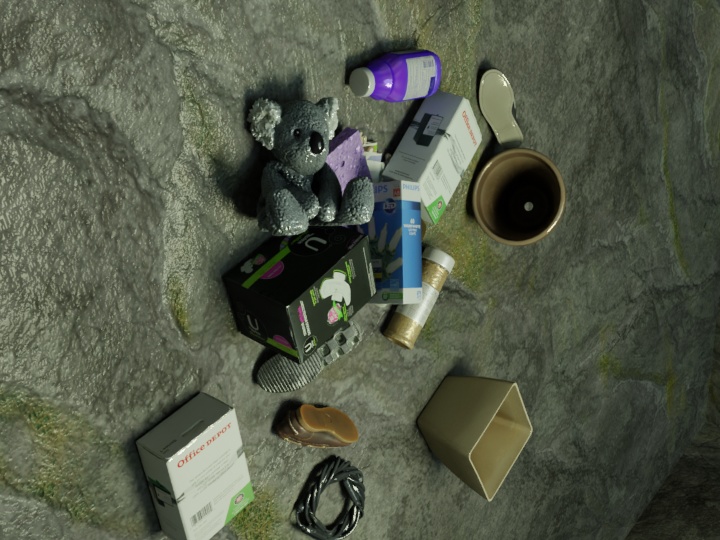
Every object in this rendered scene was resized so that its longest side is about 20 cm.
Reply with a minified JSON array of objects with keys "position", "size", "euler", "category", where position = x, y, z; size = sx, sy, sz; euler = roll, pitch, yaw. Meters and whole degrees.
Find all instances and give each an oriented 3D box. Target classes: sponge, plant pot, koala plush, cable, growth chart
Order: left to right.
[{"position":[-0.093,-0.167,1.428],"size":[0.174,0.183,0.204],"euler":[-11,99,-26],"category":"koala plush"},{"position":[-0.052,0.459,1.853],"size":[0.200,0.050,0.165],"euler":[43,67,-49],"category":"cable"},{"position":[-0.024,-0.131,1.597],"size":[0.111,0.030,0.202],"euler":[-44,135,-30],"category":"sponge"},{"position":[-0.008,-0.169,1.636],"size":[0.199,0.018,0.147],"euler":[8,99,-54],"category":"growth chart"},{"position":[0.243,0.350,2.070],"size":[0.201,0.175,0.201],"euler":[-52,140,-24],"category":"plant pot"},{"position":[0.351,-0.146,1.997],"size":[0.174,0.197,0.204],"euler":[14,95,-70],"category":"plant pot"}]

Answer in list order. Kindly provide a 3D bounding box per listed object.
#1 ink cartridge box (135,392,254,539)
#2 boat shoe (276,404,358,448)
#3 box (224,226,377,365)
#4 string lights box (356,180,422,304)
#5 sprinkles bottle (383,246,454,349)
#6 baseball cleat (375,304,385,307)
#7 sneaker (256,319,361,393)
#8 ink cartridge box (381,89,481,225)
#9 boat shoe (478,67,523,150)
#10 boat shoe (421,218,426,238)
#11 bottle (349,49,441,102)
[{"position":[-0.258,0.318,1.476],"size":[0.145,0.083,0.203],"euler":[-36,131,-39],"category":"ink cartridge box"},{"position":[-0.080,0.294,1.724],"size":[0.070,0.071,0.199],"euler":[-36,145,19],"category":"boat shoe"},{"position":[-0.093,0.025,1.503],"size":[0.200,0.147,0.126],"euler":[-41,137,-34],"category":"box"},{"position":[0.049,-0.046,1.574],"size":[0.058,0.101,0.204],"euler":[-1,89,-50],"category":"string lights box"},{"position":[0.118,0.055,1.862],"size":[0.068,0.068,0.202],"euler":[40,74,-52],"category":"sprinkles bottle"},{"position":[0.061,0.020,1.701],"size":[0.108,0.069,0.200],"euler":[-63,-179,-1],"category":"baseball cleat"},{"position":[-0.096,0.147,1.626],"size":[0.198,0.088,0.075],"euler":[-28,104,-14],"category":"sneaker"},{"position":[0.137,-0.213,1.739],"size":[0.202,0.082,0.147],"euler":[-60,151,-14],"category":"ink cartridge box"},{"position":[0.286,-0.341,1.927],"size":[0.063,0.071,0.201],"euler":[-96,163,-48],"category":"boat shoe"},{"position":[0.066,-0.100,1.705],"size":[0.074,0.064,0.201],"euler":[-61,153,-17],"category":"boat shoe"},{"position":[0.061,-0.334,1.610],"size":[0.198,0.065,0.085],"euler":[-21,122,-46],"category":"bottle"}]
